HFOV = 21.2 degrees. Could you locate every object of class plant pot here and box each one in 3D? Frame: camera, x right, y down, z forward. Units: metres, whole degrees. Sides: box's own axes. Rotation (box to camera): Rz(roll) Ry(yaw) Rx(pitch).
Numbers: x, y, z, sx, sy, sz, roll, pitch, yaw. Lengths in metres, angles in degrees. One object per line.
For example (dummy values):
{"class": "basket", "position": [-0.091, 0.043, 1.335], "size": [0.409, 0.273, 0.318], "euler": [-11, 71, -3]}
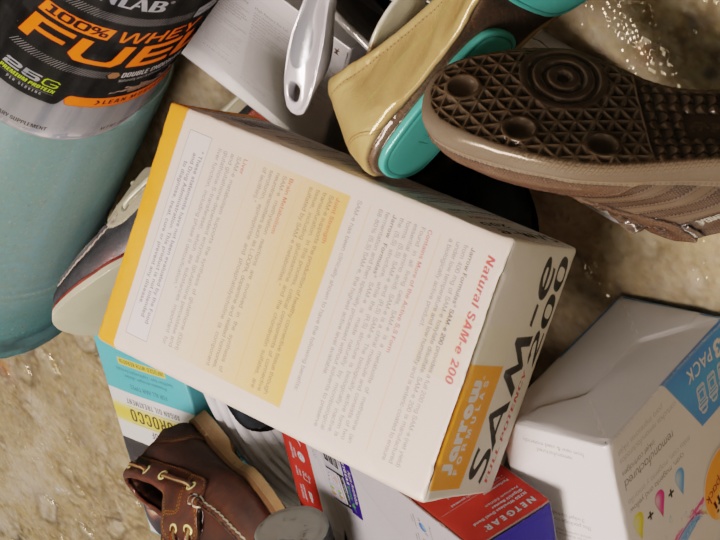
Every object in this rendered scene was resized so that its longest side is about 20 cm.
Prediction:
{"class": "plant pot", "position": [-0.210, -0.085, 1.101], "size": [0.200, 0.200, 0.196], "euler": [45, 134, 6]}

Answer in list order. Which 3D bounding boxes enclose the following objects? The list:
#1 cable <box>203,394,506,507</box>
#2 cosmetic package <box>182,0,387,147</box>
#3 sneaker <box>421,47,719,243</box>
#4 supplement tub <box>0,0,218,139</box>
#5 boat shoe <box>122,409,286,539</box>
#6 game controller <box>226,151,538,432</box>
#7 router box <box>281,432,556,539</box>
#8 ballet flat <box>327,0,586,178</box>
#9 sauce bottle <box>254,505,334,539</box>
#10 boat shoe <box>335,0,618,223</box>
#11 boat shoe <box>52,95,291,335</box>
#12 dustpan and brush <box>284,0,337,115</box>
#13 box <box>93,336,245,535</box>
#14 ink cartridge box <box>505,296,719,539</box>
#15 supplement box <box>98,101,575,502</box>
{"class": "cable", "position": [-0.007, 0.069, 1.110], "size": [0.200, 0.069, 0.200], "euler": [45, 143, 7]}
{"class": "cosmetic package", "position": [-0.074, -0.154, 1.009], "size": [0.200, 0.051, 0.083], "euler": [38, 143, 15]}
{"class": "sneaker", "position": [0.122, -0.041, 0.831], "size": [0.198, 0.071, 0.076], "euler": [7, 139, -1]}
{"class": "supplement tub", "position": [-0.121, -0.157, 0.909], "size": [0.123, 0.122, 0.200], "euler": [49, 145, 2]}
{"class": "boat shoe", "position": [-0.083, 0.146, 1.116], "size": [0.071, 0.070, 0.200], "euler": [67, 165, -21]}
{"class": "game controller", "position": [0.000, 0.000, 0.981], "size": [0.199, 0.042, 0.105], "euler": [-33, 63, 23]}
{"class": "router box", "position": [0.038, 0.164, 1.005], "size": [0.179, 0.049, 0.201], "euler": [33, 144, 49]}
{"class": "ballet flat", "position": [0.057, -0.127, 0.846], "size": [0.200, 0.068, 0.063], "euler": [-44, 60, 18]}
{"class": "sauce bottle", "position": [-0.017, 0.217, 1.030], "size": [0.066, 0.066, 0.201], "euler": [14, 132, 37]}
{"class": "boat shoe", "position": [0.067, -0.085, 0.913], "size": [0.200, 0.066, 0.072], "euler": [45, 141, 7]}
{"class": "boat shoe", "position": [-0.100, -0.033, 1.070], "size": [0.200, 0.071, 0.063], "euler": [-36, 59, 25]}
{"class": "dustpan and brush", "position": [-0.001, -0.169, 0.874], "size": [0.139, 0.057, 0.201], "euler": [26, 120, 31]}
{"class": "box", "position": [-0.116, 0.090, 1.250], "size": [0.082, 0.049, 0.201], "euler": [15, 129, 37]}
{"class": "ink cartridge box", "position": [0.145, 0.131, 0.971], "size": [0.068, 0.115, 0.201], "euler": [12, 128, 39]}
{"class": "supplement box", "position": [-0.014, 0.011, 0.915], "size": [0.199, 0.073, 0.127], "euler": [24, 100, 28]}
